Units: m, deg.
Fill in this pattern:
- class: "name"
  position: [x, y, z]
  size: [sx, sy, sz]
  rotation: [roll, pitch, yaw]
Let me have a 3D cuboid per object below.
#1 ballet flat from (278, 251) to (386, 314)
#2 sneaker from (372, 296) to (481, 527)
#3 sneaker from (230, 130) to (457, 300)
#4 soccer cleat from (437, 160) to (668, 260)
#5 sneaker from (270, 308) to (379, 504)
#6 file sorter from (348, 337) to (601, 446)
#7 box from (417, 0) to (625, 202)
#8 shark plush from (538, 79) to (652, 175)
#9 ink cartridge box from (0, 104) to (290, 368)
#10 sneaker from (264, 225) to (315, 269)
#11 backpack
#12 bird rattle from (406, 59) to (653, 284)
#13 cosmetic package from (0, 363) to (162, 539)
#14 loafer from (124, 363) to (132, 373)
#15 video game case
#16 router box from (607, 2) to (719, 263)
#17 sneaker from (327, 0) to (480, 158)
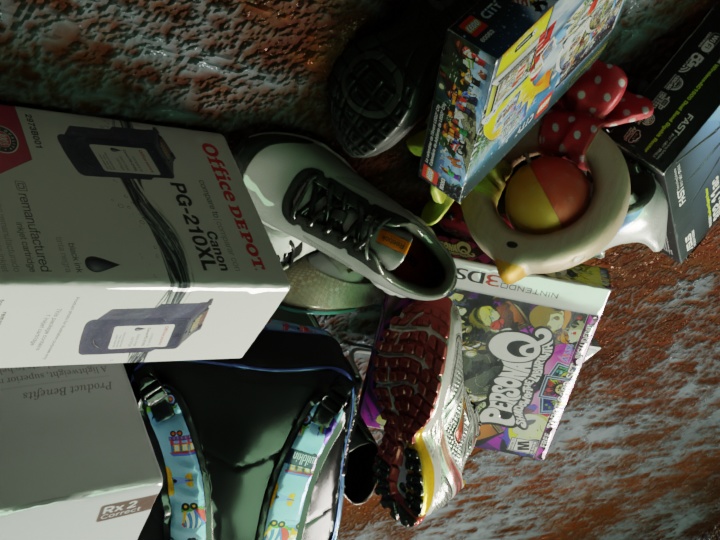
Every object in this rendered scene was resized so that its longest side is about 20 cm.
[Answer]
- class: "ballet flat"
  position: [0.000, 0.000, 0.927]
  size: [0.199, 0.067, 0.063]
  rotation: [0, 116, -45]
- class: "sneaker"
  position: [0.059, 0.113, 0.890]
  size: [0.082, 0.078, 0.202]
  rotation: [-15, 120, -40]
- class: "sneaker"
  position: [-0.007, -0.040, 0.769]
  size: [0.199, 0.079, 0.074]
  rotation: [29, 90, -23]
- class: "soccer cleat"
  position: [0.159, -0.038, 0.880]
  size: [0.199, 0.070, 0.087]
  rotation: [-2, 139, 33]
- class: "sneaker"
  position: [-0.036, 0.105, 0.922]
  size: [0.074, 0.106, 0.201]
  rotation: [-29, 116, -21]
- class: "file sorter"
  position: [0.106, 0.080, 1.053]
  size: [0.200, 0.125, 0.138]
  rotation: [-42, 148, 26]
- class: "box"
  position: [0.119, -0.154, 0.696]
  size: [0.200, 0.038, 0.137]
  rotation: [-45, 162, -28]
- class: "shark plush"
  position: [0.184, -0.095, 0.940]
  size: [0.083, 0.091, 0.201]
  rotation: [-27, 146, -56]
- class: "ink cartridge box"
  position: [-0.163, -0.021, 0.664]
  size: [0.199, 0.145, 0.084]
  rotation: [2, 140, -40]
- class: "sneaker"
  position: [-0.087, -0.007, 0.814]
  size: [0.199, 0.080, 0.074]
  rotation: [-21, 148, -14]
- class: "backpack"
  position: [-0.097, 0.149, 0.823]
  size: [0.181, 0.135, 0.202]
  rotation: [3, 106, -10]
- class: "bird rattle"
  position: [0.141, -0.075, 0.813]
  size: [0.199, 0.164, 0.113]
  rotation: [-21, 153, -2]
- class: "cosmetic package"
  position: [-0.262, 0.120, 0.750]
  size: [0.164, 0.201, 0.165]
  rotation: [-5, 144, -31]
- class: "loafer"
  position: [-0.167, 0.079, 0.907]
  size: [0.200, 0.068, 0.070]
  rotation: [-38, 180, 9]
- class: "video game case"
  position: [0.102, 0.069, 0.915]
  size: [0.180, 0.036, 0.201]
  rotation: [12, 124, -3]
- class: "router box"
  position: [0.296, -0.112, 0.918]
  size: [0.150, 0.062, 0.200]
  rotation: [-49, 150, -3]
- class: "sneaker"
  position: [0.054, -0.149, 0.716]
  size: [0.090, 0.076, 0.200]
  rotation: [-5, 147, -47]
